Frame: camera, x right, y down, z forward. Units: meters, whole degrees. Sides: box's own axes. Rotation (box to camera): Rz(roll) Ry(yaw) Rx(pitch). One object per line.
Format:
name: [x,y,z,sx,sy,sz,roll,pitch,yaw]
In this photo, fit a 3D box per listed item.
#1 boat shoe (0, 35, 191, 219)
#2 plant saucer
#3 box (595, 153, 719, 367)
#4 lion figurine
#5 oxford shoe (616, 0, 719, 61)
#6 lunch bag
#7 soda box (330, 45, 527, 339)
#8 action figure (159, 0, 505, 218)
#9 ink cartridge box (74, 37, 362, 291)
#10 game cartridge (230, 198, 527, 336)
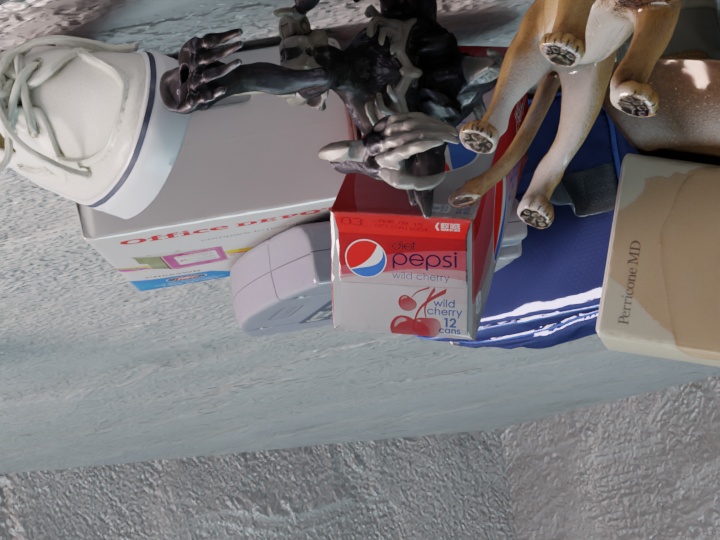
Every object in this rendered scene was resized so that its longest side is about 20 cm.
boat shoe: [-0.141,-0.073,1.098,0.086,0.075,0.202,18,179,-23]
plant saucer: [0.205,-0.062,1.171,0.199,0.037,0.200,10,177,1]
box: [0.218,0.006,1.184,0.199,0.096,0.078,7,175,10]
lion figurine: [0.095,-0.104,0.982,0.072,0.123,0.200,28,152,-14]
oxford shoe: [0.169,-0.104,1.308,0.075,0.058,0.200,-13,173,11]
lunch bag: [0.116,-0.029,1.476,0.199,0.137,0.132,-17,169,39]
soda box: [0.037,-0.043,1.185,0.070,0.064,0.200,3,-152,9]
action figure: [0.008,-0.088,1.037,0.102,0.120,0.199,-5,171,44]
ink cartridge box: [-0.069,-0.051,1.297,0.144,0.085,0.200,-10,171,2]
game cartridge: [0.000,0.000,1.314,0.132,0.042,0.200,-5,172,-13]
